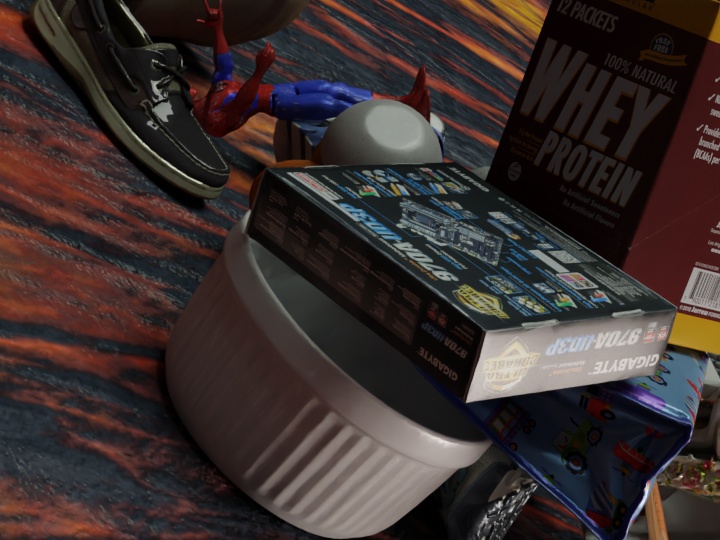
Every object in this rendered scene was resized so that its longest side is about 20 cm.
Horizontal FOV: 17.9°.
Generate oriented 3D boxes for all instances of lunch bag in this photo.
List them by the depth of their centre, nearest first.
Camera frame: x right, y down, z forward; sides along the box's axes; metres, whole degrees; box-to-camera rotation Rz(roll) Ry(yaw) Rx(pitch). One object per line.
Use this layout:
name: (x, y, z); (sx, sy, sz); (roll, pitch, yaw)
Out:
lunch bag: (0.098, 0.056, 1.368); (0.199, 0.094, 0.151); (31, 18, 3)

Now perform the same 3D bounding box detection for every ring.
ring: (0.189, 0.228, 1.412); (0.200, 0.019, 0.202); (-9, 90, -81)

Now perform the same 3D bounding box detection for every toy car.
toy car: (0.000, 0.000, 1.522); (0.149, 0.176, 0.200); (-23, 61, -31)

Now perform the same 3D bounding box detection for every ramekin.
ramekin: (-0.023, 0.067, 1.364); (0.200, 0.105, 0.200); (36, 20, -15)

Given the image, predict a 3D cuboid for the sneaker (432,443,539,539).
sneaker: (0.064, 0.133, 1.468); (0.086, 0.078, 0.200); (35, 10, 3)

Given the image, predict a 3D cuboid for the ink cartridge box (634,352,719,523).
ink cartridge box: (0.169, 0.061, 1.573); (0.067, 0.116, 0.201); (14, 42, -43)

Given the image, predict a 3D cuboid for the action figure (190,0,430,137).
action figure: (-0.050, -0.149, 1.679); (0.198, 0.100, 0.065); (-4, 27, -2)

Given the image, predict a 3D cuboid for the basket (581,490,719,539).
basket: (0.299, 0.201, 1.569); (0.160, 0.200, 0.199); (26, 25, -44)

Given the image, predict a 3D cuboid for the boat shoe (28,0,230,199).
boat shoe: (-0.155, -0.136, 1.609); (0.200, 0.065, 0.072); (50, 19, 19)

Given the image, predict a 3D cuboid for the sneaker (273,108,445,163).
sneaker: (0.028, -0.071, 1.698); (0.115, 0.081, 0.199); (-18, 39, -24)

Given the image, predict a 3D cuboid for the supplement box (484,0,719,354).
supplement box: (0.201, -0.067, 1.418); (0.196, 0.201, 0.133); (12, 12, -42)

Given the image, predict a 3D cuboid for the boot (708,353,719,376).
boot: (0.251, 0.094, 1.815); (0.200, 0.068, 0.131); (39, -16, 4)

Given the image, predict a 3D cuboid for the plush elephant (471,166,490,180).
plush elephant: (0.202, -0.037, 1.972); (0.201, 0.164, 0.155); (66, 26, -19)

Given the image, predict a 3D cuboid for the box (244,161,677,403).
box: (0.056, 0.000, 1.292); (0.158, 0.046, 0.200); (-5, 31, -43)

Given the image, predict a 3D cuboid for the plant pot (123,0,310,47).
plant pot: (-0.150, -0.256, 1.734); (0.200, 0.200, 0.173); (46, 35, 12)

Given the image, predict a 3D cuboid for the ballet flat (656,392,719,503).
ballet flat: (0.210, 0.105, 1.467); (0.198, 0.064, 0.076); (6, 47, 6)
